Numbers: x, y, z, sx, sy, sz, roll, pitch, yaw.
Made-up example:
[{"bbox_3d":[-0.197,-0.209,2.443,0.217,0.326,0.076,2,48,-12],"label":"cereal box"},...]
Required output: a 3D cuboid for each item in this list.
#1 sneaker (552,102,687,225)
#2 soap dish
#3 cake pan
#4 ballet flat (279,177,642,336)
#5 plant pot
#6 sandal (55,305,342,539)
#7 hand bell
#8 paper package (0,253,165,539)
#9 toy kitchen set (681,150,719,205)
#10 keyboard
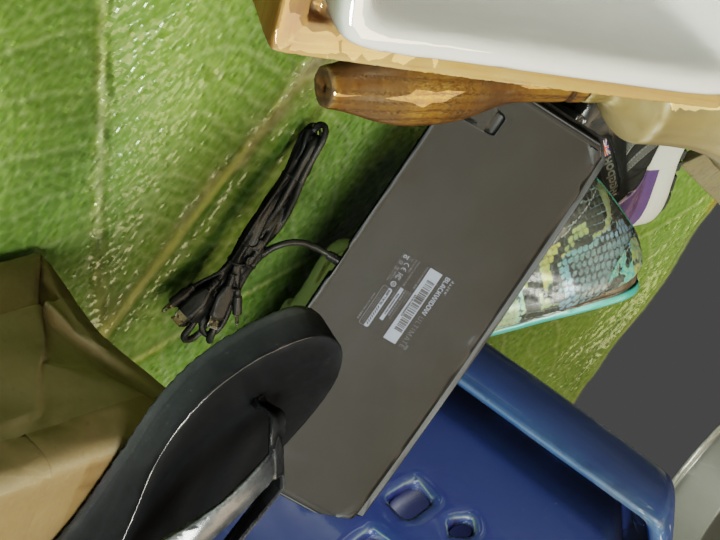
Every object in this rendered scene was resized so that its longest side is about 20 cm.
[{"bbox_3d":[0.103,-0.075,1.055,0.087,0.076,0.200,-25,147,-26],"label":"sneaker"},{"bbox_3d":[0.060,-0.143,0.802,0.199,0.081,0.158,4,108,-37],"label":"soap dish"},{"bbox_3d":[0.268,0.148,1.644,0.200,0.037,0.201,-35,151,-23],"label":"cake pan"},{"bbox_3d":[0.021,0.007,1.040,0.199,0.074,0.074,-21,150,-2],"label":"ballet flat"},{"bbox_3d":[0.035,0.147,1.126,0.180,0.200,0.200,-45,155,-20],"label":"plant pot"},{"bbox_3d":[-0.070,0.098,0.834,0.200,0.043,0.076,-50,155,4],"label":"sandal"},{"bbox_3d":[0.075,-0.073,0.916,0.199,0.104,0.104,-6,136,-27],"label":"hand bell"},{"bbox_3d":[-0.178,0.113,0.857,0.190,0.103,0.200,-18,141,-47],"label":"paper package"},{"bbox_3d":[0.208,-0.168,1.101,0.200,0.180,0.164,-26,-146,39],"label":"toy kitchen set"},{"bbox_3d":[0.000,0.000,0.987,0.127,0.021,0.200,31,100,-22],"label":"keyboard"}]
